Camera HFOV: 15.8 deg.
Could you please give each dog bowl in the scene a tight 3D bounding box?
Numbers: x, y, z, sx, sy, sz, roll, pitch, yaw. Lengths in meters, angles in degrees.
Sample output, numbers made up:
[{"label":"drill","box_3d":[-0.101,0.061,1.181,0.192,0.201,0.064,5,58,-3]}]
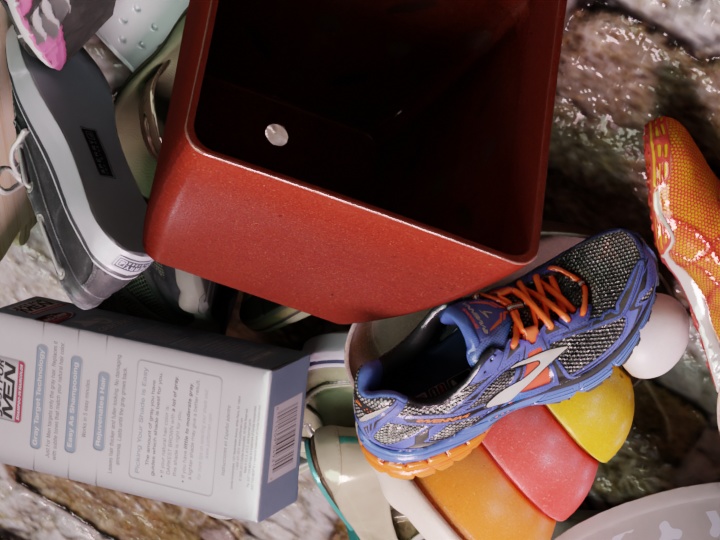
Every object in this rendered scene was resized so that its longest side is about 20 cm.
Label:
[{"label":"dog bowl","box_3d":[0.201,0.200,1.581,0.199,0.059,0.200,-9,149,-6]}]

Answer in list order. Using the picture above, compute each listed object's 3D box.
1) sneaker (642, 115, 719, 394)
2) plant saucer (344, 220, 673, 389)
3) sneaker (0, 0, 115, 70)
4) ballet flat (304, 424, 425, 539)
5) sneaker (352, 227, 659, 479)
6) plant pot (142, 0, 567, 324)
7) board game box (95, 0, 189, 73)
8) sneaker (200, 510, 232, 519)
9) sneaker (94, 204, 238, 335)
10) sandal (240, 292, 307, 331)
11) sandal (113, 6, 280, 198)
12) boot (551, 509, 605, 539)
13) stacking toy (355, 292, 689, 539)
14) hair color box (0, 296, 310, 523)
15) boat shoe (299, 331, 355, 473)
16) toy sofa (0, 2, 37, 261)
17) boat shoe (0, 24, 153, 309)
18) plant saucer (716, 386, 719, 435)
[{"label":"sneaker","box_3d":[0.213,-0.010,1.480,0.077,0.073,0.200,-19,122,18]},{"label":"plant saucer","box_3d":[0.087,0.031,1.548,0.199,0.032,0.200,-7,142,-5]},{"label":"sneaker","box_3d":[-0.211,-0.214,1.521,0.086,0.080,0.200,23,143,42]},{"label":"ballet flat","box_3d":[0.015,0.154,1.667,0.069,0.070,0.200,17,157,19]},{"label":"sneaker","box_3d":[0.080,0.041,1.440,0.075,0.200,0.078,52,176,34]},{"label":"plant pot","box_3d":[-0.021,-0.081,1.431,0.199,0.201,0.176,19,149,-17]},{"label":"board game box","box_3d":[-0.135,-0.230,1.523,0.200,0.026,0.200,47,136,-11]},{"label":"sneaker","box_3d":[-0.113,0.099,1.722,0.200,0.075,0.088,56,164,39]},{"label":"sneaker","box_3d":[-0.135,-0.011,1.625,0.114,0.076,0.199,14,164,2]},{"label":"sandal","box_3d":[0.000,0.001,1.596,0.201,0.080,0.057,-17,134,40]},{"label":"sandal","box_3d":[-0.105,-0.096,1.572,0.080,0.057,0.201,15,147,-13]},{"label":"boot","box_3d":[0.107,0.160,1.685,0.200,0.068,0.131,-28,103,42]},{"label":"stacking toy","box_3d":[0.109,0.081,1.521,0.200,0.146,0.146,-40,103,7]},{"label":"hair color box","box_3d":[-0.136,0.085,1.615,0.199,0.061,0.099,11,104,22]},{"label":"boat shoe","box_3d":[-0.023,0.092,1.674,0.072,0.062,0.200,19,156,-17]},{"label":"toy sofa","box_3d":[-0.255,-0.108,1.652,0.083,0.098,0.200,15,134,20]},{"label":"boat shoe","box_3d":[-0.182,-0.066,1.573,0.068,0.073,0.200,-42,60,28]},{"label":"plant saucer","box_3d":[0.300,0.064,1.461,0.199,0.035,0.201,1,126,2]}]
